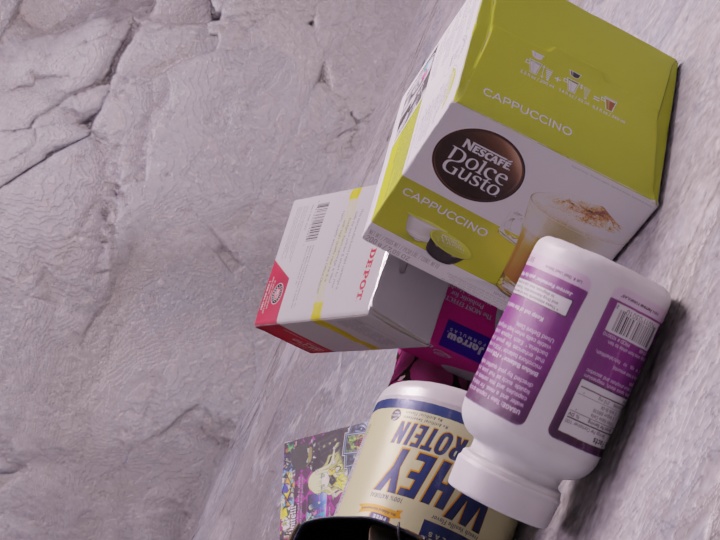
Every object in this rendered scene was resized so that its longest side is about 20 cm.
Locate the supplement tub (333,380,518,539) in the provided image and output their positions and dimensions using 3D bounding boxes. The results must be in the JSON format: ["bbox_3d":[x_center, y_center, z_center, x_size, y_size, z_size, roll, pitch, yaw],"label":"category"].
[{"bbox_3d":[0.052,0.206,1.345,0.145,0.145,0.201,136,157,-68],"label":"supplement tub"}]

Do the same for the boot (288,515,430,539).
[{"bbox_3d":[0.041,0.224,1.188,0.097,0.199,0.075,28,-105,-55],"label":"boot"}]

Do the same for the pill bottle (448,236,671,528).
[{"bbox_3d":[0.143,0.085,1.234,0.201,0.112,0.112,-65,8,0],"label":"pill bottle"}]

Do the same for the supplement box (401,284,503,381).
[{"bbox_3d":[0.122,0.000,1.648,0.201,0.101,0.103,-68,10,-11],"label":"supplement box"}]

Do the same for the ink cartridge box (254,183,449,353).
[{"bbox_3d":[0.000,0.000,1.621,0.200,0.083,0.146,-7,59,54],"label":"ink cartridge box"}]

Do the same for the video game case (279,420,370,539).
[{"bbox_3d":[0.002,0.235,1.487,0.181,0.036,0.201,-18,58,35],"label":"video game case"}]

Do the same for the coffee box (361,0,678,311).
[{"bbox_3d":[0.144,-0.110,1.479,0.198,0.199,0.200,-55,13,46],"label":"coffee box"}]

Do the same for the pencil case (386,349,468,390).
[{"bbox_3d":[0.062,0.121,1.711,0.094,0.091,0.200,-42,18,37],"label":"pencil case"}]
